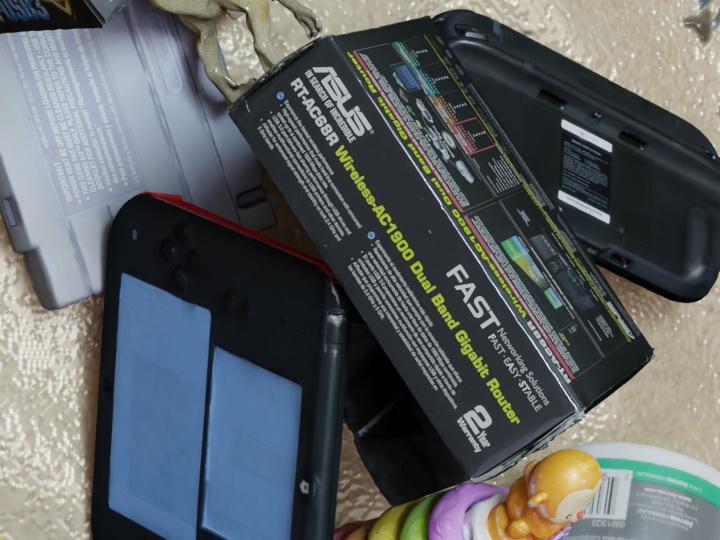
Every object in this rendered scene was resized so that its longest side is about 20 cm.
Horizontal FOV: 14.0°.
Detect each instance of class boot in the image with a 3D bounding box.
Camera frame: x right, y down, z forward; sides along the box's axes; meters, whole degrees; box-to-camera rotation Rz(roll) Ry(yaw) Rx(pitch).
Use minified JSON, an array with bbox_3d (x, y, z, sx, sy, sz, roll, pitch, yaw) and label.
[{"bbox_3d":[0.001,0.001,1.384,0.066,0.200,0.165,-33,107,21],"label":"boot"}]

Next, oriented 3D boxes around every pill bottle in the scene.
[{"bbox_3d":[0.125,0.197,1.455,0.113,0.113,0.201,22,62,-22],"label":"pill bottle"}]

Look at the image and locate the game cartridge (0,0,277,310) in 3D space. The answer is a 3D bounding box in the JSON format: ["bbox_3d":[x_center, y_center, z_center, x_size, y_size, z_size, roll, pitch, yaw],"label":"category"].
[{"bbox_3d":[-0.130,-0.094,1.416,0.129,0.038,0.201,-20,99,-17],"label":"game cartridge"}]

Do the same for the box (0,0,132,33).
[{"bbox_3d":[-0.088,-0.184,1.308,0.198,0.200,0.050,-44,109,-16],"label":"box"}]

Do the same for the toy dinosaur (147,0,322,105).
[{"bbox_3d":[-0.072,-0.130,1.389,0.058,0.200,0.101,-31,103,24],"label":"toy dinosaur"}]

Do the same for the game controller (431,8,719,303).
[{"bbox_3d":[0.109,-0.057,1.492,0.199,0.042,0.105,25,62,-28],"label":"game controller"}]

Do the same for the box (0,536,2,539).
[{"bbox_3d":[-0.197,0.096,1.216,0.070,0.064,0.201,-24,116,-27],"label":"box"}]

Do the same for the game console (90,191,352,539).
[{"bbox_3d":[-0.067,0.075,1.353,0.031,0.177,0.201,-6,108,-33],"label":"game console"}]

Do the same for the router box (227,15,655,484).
[{"bbox_3d":[0.040,-0.014,1.308,0.062,0.150,0.200,-35,86,19],"label":"router box"}]

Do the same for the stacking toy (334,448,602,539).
[{"bbox_3d":[0.050,0.136,1.349,0.116,0.200,0.110,-17,71,-45],"label":"stacking toy"}]
